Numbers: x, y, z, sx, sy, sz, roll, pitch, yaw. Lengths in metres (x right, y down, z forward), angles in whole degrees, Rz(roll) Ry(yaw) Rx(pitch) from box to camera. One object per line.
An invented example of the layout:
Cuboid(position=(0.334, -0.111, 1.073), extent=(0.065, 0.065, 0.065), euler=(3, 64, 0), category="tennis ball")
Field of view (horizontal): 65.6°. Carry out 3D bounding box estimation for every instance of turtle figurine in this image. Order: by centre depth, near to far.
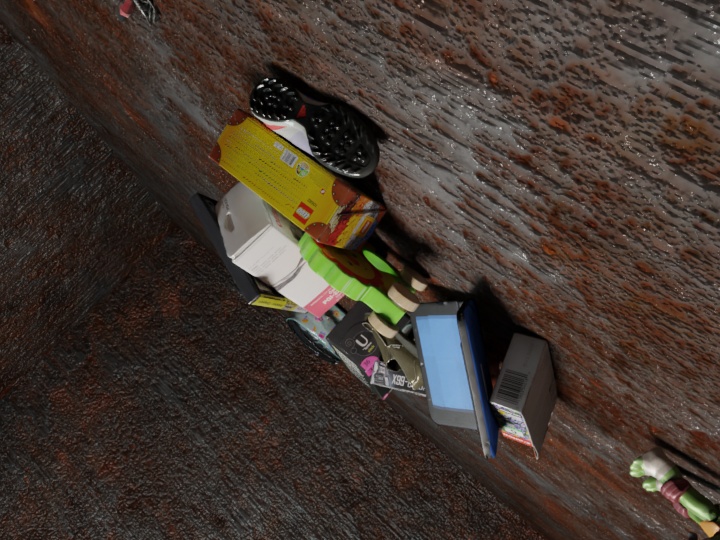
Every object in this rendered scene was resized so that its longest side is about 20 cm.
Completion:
Cuboid(position=(0.407, 0.336, 0.685), extent=(0.143, 0.201, 0.194), euler=(7, -154, -24), category="turtle figurine")

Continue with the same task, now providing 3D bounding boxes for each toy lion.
Cuboid(position=(0.000, 0.000, 0.822), extent=(0.191, 0.069, 0.200), euler=(39, -164, 3), category="toy lion")

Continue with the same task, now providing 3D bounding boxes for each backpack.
Cuboid(position=(-0.117, 0.168, 1.667), extent=(0.199, 0.154, 0.176), euler=(33, 165, -4), category="backpack")

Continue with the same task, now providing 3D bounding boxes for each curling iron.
Cuboid(position=(-0.358, -0.401, 0.871), extent=(0.200, 0.026, 0.050), euler=(25, 155, 52), category="curling iron")

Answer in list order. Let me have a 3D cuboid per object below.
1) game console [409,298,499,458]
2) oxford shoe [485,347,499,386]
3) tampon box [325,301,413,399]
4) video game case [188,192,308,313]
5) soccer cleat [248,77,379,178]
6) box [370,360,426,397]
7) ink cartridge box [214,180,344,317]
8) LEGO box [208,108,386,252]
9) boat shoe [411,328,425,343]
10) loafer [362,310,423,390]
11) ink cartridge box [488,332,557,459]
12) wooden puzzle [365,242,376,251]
Cuboid(position=(0.127, 0.151, 0.813), extent=(0.171, 0.117, 0.202), euler=(-21, -81, -72), category="game console")
Cuboid(position=(0.201, 0.159, 0.987), extent=(0.200, 0.071, 0.074), euler=(154, 101, -83), category="oxford shoe")
Cuboid(position=(0.036, 0.169, 1.251), extent=(0.126, 0.150, 0.200), euler=(35, 165, 28), category="tampon box")
Cuboid(position=(-0.169, -0.022, 0.895), extent=(0.201, 0.025, 0.181), euler=(55, -167, 20), category="video game case")
Cuboid(position=(-0.048, -0.167, 0.672), extent=(0.199, 0.068, 0.073), euler=(35, -177, 26), category="soccer cleat")
Cuboid(position=(0.141, 0.234, 1.138), extent=(0.198, 0.050, 0.158), euler=(8, 169, 27), category="box")
Cuboid(position=(-0.118, -0.037, 0.867), extent=(0.200, 0.085, 0.146), euler=(37, -162, -44), category="ink cartridge box")
Cuboid(position=(-0.080, -0.118, 0.757), extent=(0.200, 0.077, 0.149), euler=(38, -171, 18), category="LEGO box")
Cuboid(position=(0.138, 0.115, 0.992), extent=(0.068, 0.072, 0.200), euler=(38, 176, 9), category="boat shoe")
Cuboid(position=(0.061, 0.145, 1.030), extent=(0.200, 0.070, 0.075), euler=(39, 176, 43), category="loafer")
Cuboid(position=(0.241, 0.188, 0.811), extent=(0.050, 0.109, 0.200), euler=(14, 153, 31), category="ink cartridge box")
Cuboid(position=(-0.033, -0.053, 1.026), extent=(0.185, 0.037, 0.200), euler=(40, 171, 6), category="wooden puzzle")
